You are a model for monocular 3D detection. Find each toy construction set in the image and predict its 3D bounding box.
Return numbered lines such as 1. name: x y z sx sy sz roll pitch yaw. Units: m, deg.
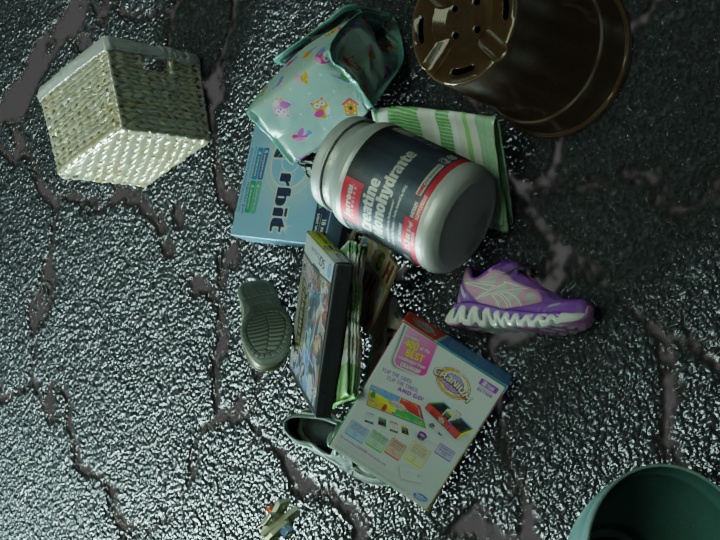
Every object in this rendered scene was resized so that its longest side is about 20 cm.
1. toy construction set: -0.100 0.417 1.628 0.132 0.092 0.200 105 147 -41

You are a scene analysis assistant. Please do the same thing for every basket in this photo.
1. basket: -0.369 -0.248 1.897 0.199 0.197 0.162 -28 71 37

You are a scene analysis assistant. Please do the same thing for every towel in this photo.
1. towel: -0.024 0.075 1.543 0.149 0.030 0.202 139 134 -69
2. towel: 0.101 -0.131 1.504 0.199 0.023 0.154 15 127 43

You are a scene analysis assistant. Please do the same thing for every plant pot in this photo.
1. plant pot: 0.175 -0.269 1.380 0.199 0.197 0.202 -7 79 43
2. plant pot: 0.289 0.311 1.225 0.134 0.199 0.202 133 129 -62

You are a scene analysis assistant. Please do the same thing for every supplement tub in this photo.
1. supplement tub: 0.052 -0.096 1.453 0.199 0.140 0.141 29 105 31

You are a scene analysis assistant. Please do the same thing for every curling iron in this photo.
1. curling iron: 0.009 -0.162 1.599 0.199 0.026 0.050 -13 40 15

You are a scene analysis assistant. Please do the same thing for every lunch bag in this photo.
1. lunch bag: -0.040 -0.265 1.611 0.170 0.122 0.200 -30 22 36

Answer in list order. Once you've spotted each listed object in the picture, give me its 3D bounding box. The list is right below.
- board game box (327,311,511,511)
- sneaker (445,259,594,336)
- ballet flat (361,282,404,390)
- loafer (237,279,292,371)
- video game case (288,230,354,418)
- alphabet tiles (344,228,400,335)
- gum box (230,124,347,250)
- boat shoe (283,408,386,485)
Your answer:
1. board game box: 0.072 0.175 1.478 0.152 0.040 0.201 33 110 5
2. sneaker: 0.188 0.030 1.418 0.199 0.080 0.089 1 78 44
3. ballet flat: 0.037 0.097 1.563 0.063 0.067 0.202 1 73 11
4. loafer: -0.133 0.087 1.689 0.200 0.075 0.070 -105 9 -59
5. video game case: -0.055 0.065 1.552 0.181 0.025 0.202 -134 51 -69
6. alphabet tiles: 0.000 0.000 1.588 0.168 0.008 0.200 -66 24 15
7. gum box: -0.090 -0.120 1.706 0.199 0.044 0.171 8 84 43
8. boat shoe: -0.026 0.237 1.599 0.199 0.062 0.073 22 100 43
